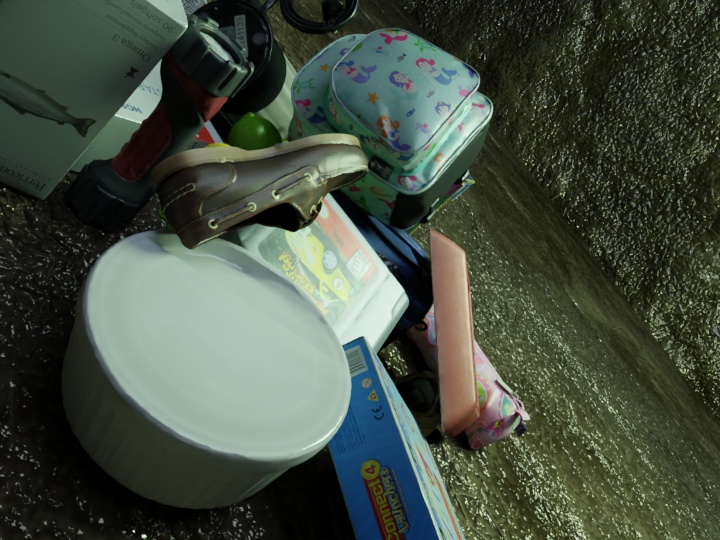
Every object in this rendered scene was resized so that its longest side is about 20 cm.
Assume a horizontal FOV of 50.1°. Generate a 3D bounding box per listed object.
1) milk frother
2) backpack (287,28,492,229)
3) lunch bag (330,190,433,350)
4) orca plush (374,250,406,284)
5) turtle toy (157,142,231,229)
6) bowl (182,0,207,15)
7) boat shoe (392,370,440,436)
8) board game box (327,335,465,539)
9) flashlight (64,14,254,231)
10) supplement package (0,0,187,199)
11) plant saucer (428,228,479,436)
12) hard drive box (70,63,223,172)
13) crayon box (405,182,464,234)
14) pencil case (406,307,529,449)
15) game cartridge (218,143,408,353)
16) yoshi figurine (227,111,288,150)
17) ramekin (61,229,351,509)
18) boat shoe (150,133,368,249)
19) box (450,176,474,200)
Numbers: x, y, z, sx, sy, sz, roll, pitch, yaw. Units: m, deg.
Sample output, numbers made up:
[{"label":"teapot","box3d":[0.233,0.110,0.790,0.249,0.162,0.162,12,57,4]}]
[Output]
[{"label":"milk frother","box3d":[-0.093,-0.262,0.954,0.199,0.181,0.188,10,-7,12]},{"label":"backpack","box3d":[0.022,-0.166,0.833,0.200,0.178,0.151,33,-27,17]},{"label":"lunch bag","box3d":[0.000,0.000,0.871,0.200,0.132,0.136,45,22,-6]},{"label":"orca plush","box3d":[-0.033,0.061,0.752,0.105,0.071,0.200,46,55,-40]},{"label":"turtle toy","box3d":[-0.106,-0.017,0.729,0.200,0.101,0.146,25,53,-37]},{"label":"bowl","box3d":[-0.289,-0.342,0.953,0.201,0.094,0.201,39,24,-21]},{"label":"boat shoe","box3d":[0.060,0.139,0.823,0.072,0.076,0.200,53,22,13]},{"label":"board game box","box3d":[0.036,0.188,0.622,0.196,0.056,0.200,62,4,-48]},{"label":"flashlight","box3d":[-0.175,-0.118,0.644,0.068,0.200,0.068,48,22,0]},{"label":"supplement package","box3d":[-0.248,-0.178,0.606,0.117,0.200,0.118,27,29,-42]},{"label":"plant saucer","box3d":[0.104,0.075,0.832,0.200,0.037,0.200,57,30,-74]},{"label":"hard drive box","box3d":[-0.251,-0.185,0.783,0.200,0.077,0.156,57,24,20]},{"label":"crayon box","box3d":[0.045,-0.090,1.016,0.058,0.200,0.173,42,22,-12]},{"label":"pencil case","box3d":[0.131,0.125,0.976,0.087,0.087,0.200,17,36,-52]},{"label":"game cartridge","box3d":[-0.046,-0.004,0.679,0.200,0.041,0.133,51,46,-13]},{"label":"yoshi figurine","box3d":[-0.096,-0.139,0.914,0.200,0.112,0.112,-26,103,-59]},{"label":"ramekin","box3d":[-0.113,0.073,0.545,0.202,0.094,0.203,27,33,-19]},{"label":"boat shoe","box3d":[-0.067,-0.061,0.610,0.200,0.070,0.070,-18,75,-40]},{"label":"box","box3d":[0.163,-0.196,1.598,0.064,0.070,0.200,57,23,16]}]
